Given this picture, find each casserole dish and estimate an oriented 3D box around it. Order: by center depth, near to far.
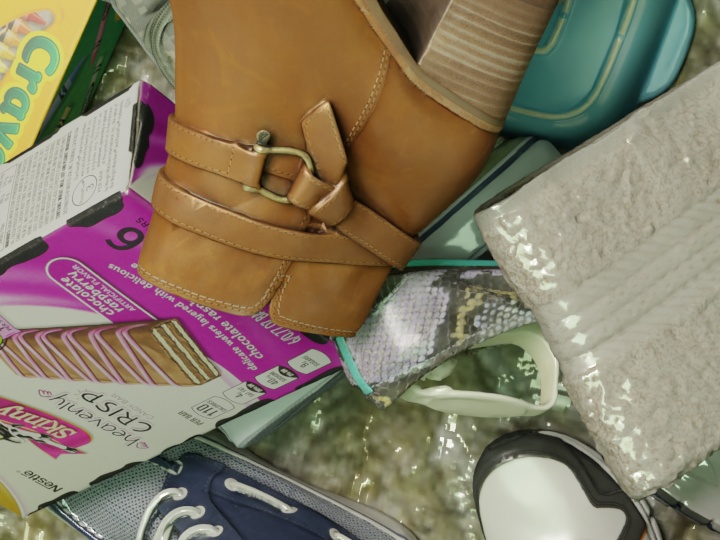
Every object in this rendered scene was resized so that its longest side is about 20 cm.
[{"bbox_3d":[0.044,-0.125,0.814,0.199,0.039,0.122,21,105,7],"label":"casserole dish"}]

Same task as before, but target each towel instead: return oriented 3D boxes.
[{"bbox_3d":[0.151,-0.013,0.756,0.200,0.034,0.133,-32,95,-23],"label":"towel"}]

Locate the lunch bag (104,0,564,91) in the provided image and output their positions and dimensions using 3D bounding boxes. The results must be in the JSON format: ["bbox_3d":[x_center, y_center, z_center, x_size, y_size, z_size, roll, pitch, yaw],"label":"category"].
[{"bbox_3d":[-0.008,-0.150,0.737,0.199,0.140,0.168,-26,112,18],"label":"lunch bag"}]

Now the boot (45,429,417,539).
[{"bbox_3d":[-0.069,0.119,0.858,0.199,0.090,0.073,16,104,9],"label":"boot"}]

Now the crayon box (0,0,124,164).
[{"bbox_3d":[-0.187,-0.086,0.862,0.118,0.058,0.201,28,105,6],"label":"crayon box"}]

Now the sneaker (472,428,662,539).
[{"bbox_3d":[0.108,0.162,0.834,0.074,0.080,0.201,-27,92,18],"label":"sneaker"}]

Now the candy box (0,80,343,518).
[{"bbox_3d":[-0.117,0.020,0.792,0.199,0.061,0.136,-26,133,31],"label":"candy box"}]

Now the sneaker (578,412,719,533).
[{"bbox_3d":[0.186,0.081,0.814,0.199,0.075,0.087,25,93,0],"label":"sneaker"}]

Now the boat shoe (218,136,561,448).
[{"bbox_3d":[0.000,0.000,0.832,0.200,0.072,0.062,-39,85,17],"label":"boat shoe"}]

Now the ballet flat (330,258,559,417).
[{"bbox_3d":[0.080,0.023,0.776,0.199,0.072,0.072,-9,101,-25],"label":"ballet flat"}]

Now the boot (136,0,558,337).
[{"bbox_3d":[-0.046,-0.068,0.663,0.199,0.077,0.156,20,114,-26],"label":"boot"}]
